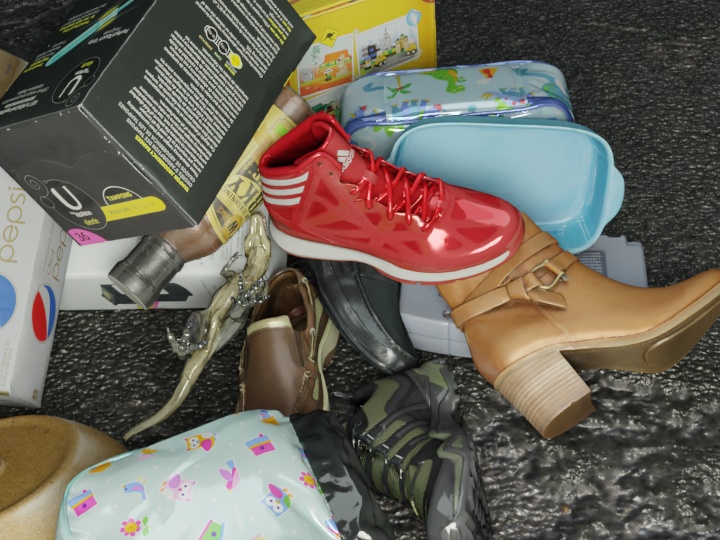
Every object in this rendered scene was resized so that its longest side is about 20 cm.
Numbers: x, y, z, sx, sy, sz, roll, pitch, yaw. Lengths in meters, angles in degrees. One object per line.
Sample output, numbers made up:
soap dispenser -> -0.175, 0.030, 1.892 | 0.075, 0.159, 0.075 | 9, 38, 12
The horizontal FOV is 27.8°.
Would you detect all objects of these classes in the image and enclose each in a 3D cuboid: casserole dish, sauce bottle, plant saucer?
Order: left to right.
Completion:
plant saucer -> -0.253, 0.150, 0.978 | 0.199, 0.036, 0.200 | -13, 23, 6
sauce bottle -> -0.112, -0.056, 1.118 | 0.065, 0.065, 0.200 | 31, 76, 41
casserole dish -> 0.109, -0.071, 1.162 | 0.199, 0.122, 0.039 | 1, 34, -2

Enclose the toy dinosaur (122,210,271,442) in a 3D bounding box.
toy dinosaur -> -0.109, 0.041, 1.064 | 0.047, 0.088, 0.200 | 34, 74, -2

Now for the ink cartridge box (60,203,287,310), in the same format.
ink cartridge box -> -0.163, -0.049, 1.201 | 0.199, 0.083, 0.146 | -1, 69, 9

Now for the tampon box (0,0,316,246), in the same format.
tampon box -> -0.157, -0.136, 1.081 | 0.149, 0.126, 0.200 | -7, 45, 46

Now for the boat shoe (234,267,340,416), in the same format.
boat shoe -> -0.064, 0.069, 1.073 | 0.074, 0.075, 0.203 | -16, 29, 13

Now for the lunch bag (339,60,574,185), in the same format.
lunch bag -> 0.084, -0.090, 1.229 | 0.199, 0.161, 0.083 | -4, 43, 2

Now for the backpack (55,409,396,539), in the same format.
backpack -> -0.088, 0.169, 0.895 | 0.199, 0.127, 0.167 | -17, 39, -12

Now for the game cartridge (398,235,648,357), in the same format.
game cartridge -> 0.131, 0.020, 1.172 | 0.199, 0.041, 0.133 | 0, 31, 7

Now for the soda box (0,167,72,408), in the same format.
soda box -> -0.269, 0.001, 1.121 | 0.068, 0.064, 0.201 | 4, 75, 12

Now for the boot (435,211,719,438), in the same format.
boot -> 0.166, 0.013, 1.083 | 0.199, 0.074, 0.155 | -29, 62, -13

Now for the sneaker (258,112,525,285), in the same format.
sneaker -> 0.016, -0.053, 1.058 | 0.199, 0.116, 0.079 | 1, 58, 15

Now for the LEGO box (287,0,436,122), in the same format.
LEGO box -> -0.030, -0.187, 1.318 | 0.199, 0.150, 0.077 | -22, 38, -27

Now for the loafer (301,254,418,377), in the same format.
loafer -> 0.000, 0.000, 1.132 | 0.070, 0.068, 0.201 | -38, 49, 11

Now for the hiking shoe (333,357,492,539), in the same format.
hiking shoe -> 0.030, 0.137, 0.990 | 0.100, 0.076, 0.200 | -13, 25, 1

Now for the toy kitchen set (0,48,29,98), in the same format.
toy kitchen set -> -0.298, -0.073, 1.257 | 0.180, 0.201, 0.163 | 28, 4, 38
